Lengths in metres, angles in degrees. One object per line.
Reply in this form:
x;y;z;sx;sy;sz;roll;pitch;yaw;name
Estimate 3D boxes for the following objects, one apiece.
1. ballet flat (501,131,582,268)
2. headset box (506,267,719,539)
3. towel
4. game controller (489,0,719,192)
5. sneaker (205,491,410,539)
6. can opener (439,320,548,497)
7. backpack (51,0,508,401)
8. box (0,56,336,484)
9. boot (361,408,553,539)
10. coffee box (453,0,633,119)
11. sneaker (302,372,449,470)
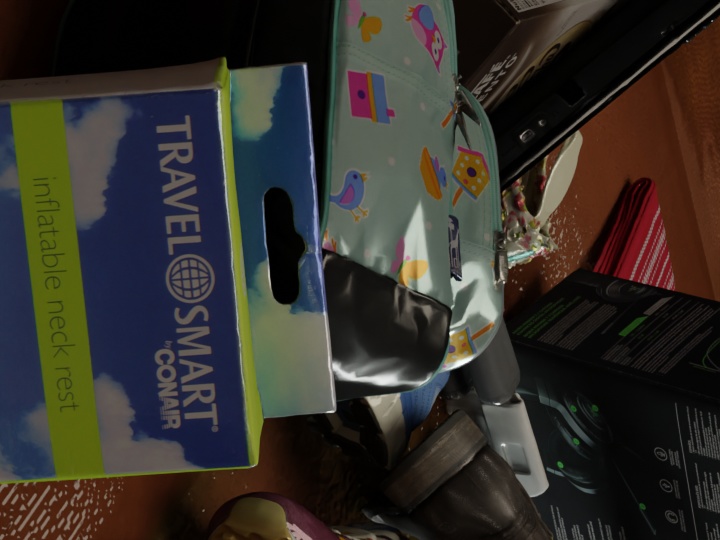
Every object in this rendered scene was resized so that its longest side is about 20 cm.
0.103;-0.092;1.043;0.076;0.064;0.200;31;66;-57;ballet flat
0.186;0.108;1.085;0.093;0.200;0.174;-35;124;-35;headset box
0.201;0.050;1.275;0.145;0.022;0.200;-59;143;-42;towel
0.113;-0.085;0.906;0.200;0.042;0.104;-39;171;-9;game controller
-0.017;0.146;0.850;0.200;0.075;0.090;71;37;-49;sneaker
0.060;0.062;0.993;0.066;0.053;0.200;-52;135;-44;can opener
-0.037;-0.045;0.678;0.153;0.176;0.200;14;68;-46;backpack
-0.111;0.004;0.538;0.048;0.200;0.122;-93;178;-74;box
0.084;0.159;0.886;0.069;0.174;0.200;-42;171;-7;boot
0.062;-0.125;0.897;0.080;0.113;0.200;48;32;10;coffee box
0.000;0.000;0.845;0.089;0.079;0.200;-46;141;-30;sneaker
